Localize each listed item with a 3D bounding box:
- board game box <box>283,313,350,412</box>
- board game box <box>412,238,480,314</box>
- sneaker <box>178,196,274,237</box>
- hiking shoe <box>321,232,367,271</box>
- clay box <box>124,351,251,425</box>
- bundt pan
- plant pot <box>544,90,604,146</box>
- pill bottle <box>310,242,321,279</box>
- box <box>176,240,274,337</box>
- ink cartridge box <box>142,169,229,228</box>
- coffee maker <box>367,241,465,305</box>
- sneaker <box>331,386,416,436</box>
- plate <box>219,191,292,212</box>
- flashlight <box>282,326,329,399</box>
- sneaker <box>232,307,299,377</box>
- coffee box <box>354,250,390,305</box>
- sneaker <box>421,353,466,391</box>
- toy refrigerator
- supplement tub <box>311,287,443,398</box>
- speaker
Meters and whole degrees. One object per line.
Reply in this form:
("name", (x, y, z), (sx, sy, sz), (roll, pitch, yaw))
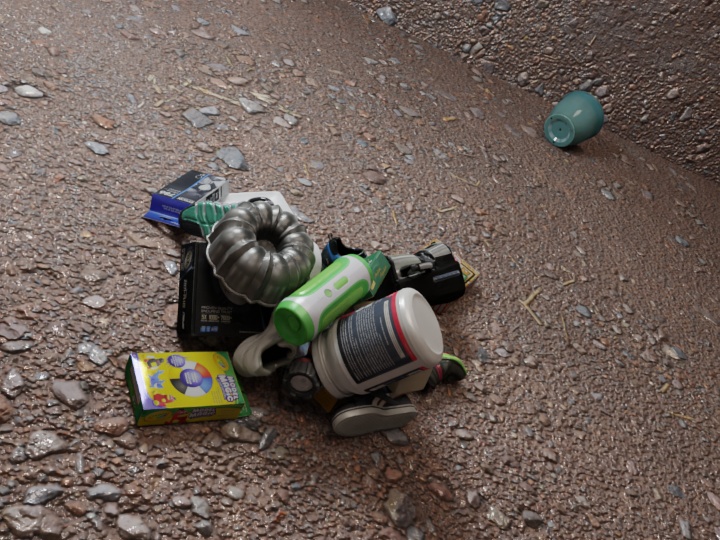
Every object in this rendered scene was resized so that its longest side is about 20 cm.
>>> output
("board game box", (-0.046, 0.170, 1.425), (0.153, 0.041, 0.199), (43, 36, 18))
("board game box", (0.189, 0.010, 1.798), (0.151, 0.047, 0.200), (40, 35, 14))
("sneaker", (-0.266, -0.102, 1.502), (0.197, 0.075, 0.088), (-5, -5, 1))
("hiking shoe", (0.000, 0.000, 1.633), (0.198, 0.087, 0.075), (26, 34, -6))
("clay box", (-0.278, 0.191, 1.219), (0.198, 0.048, 0.115), (2, 43, -34))
("bundt pan", (-0.164, -0.040, 1.281), (0.200, 0.076, 0.204), (19, 47, -22))
("plant pot", (0.829, -0.582, 2.912), (0.200, 0.201, 0.187), (42, 51, 17))
("pill bottle", (-0.186, -0.017, 1.493), (0.198, 0.115, 0.115), (1, 43, -36))
("box", (-0.224, 0.040, 1.343), (0.198, 0.086, 0.166), (6, 84, -32))
("ink cartridge box", (-0.370, -0.157, 1.573), (0.098, 0.040, 0.200), (15, 32, 13))
("coffee maker", (0.120, 0.047, 1.606), (0.198, 0.195, 0.134), (-12, 17, -39))
("sneaker", (0.013, 0.248, 1.340), (0.199, 0.079, 0.080), (7, 44, -47))
("plate", (-0.243, -0.112, 1.592), (0.198, 0.033, 0.200), (-6, 34, -22))
("flashlight", (-0.088, 0.144, 1.335), (0.067, 0.068, 0.201), (4, 34, 6))
("sneaker", (-0.127, 0.116, 1.289), (0.200, 0.099, 0.078), (-51, 123, -21))
("coffee box", (-0.042, 0.043, 1.454), (0.044, 0.199, 0.123), (54, 31, -14))
("sneaker", (0.137, 0.206, 1.504), (0.198, 0.076, 0.085), (15, 79, -38))
("toy refrigerator", (0.046, 0.145, 1.405), (0.075, 0.071, 0.200), (-2, 34, -38))
("supplement tub", (0.030, 0.128, 1.267), (0.141, 0.198, 0.141), (50, 26, -35))
("speaker", (-0.061, 0.048, 1.269), (0.088, 0.089, 0.200), (38, 44, 13))
